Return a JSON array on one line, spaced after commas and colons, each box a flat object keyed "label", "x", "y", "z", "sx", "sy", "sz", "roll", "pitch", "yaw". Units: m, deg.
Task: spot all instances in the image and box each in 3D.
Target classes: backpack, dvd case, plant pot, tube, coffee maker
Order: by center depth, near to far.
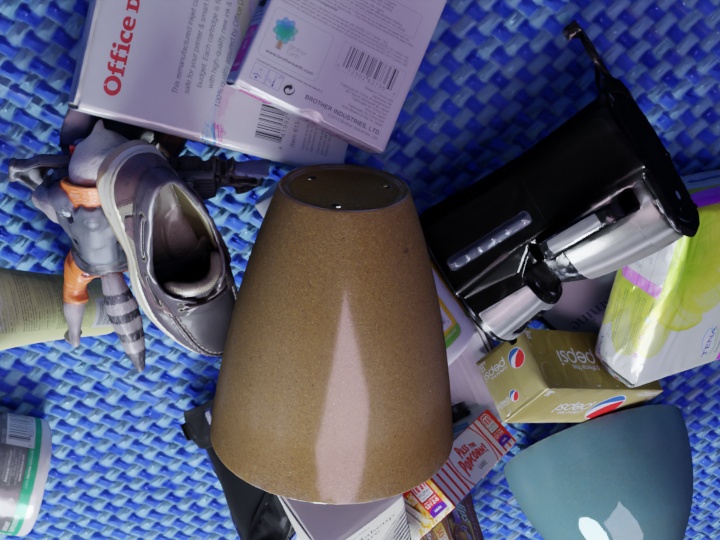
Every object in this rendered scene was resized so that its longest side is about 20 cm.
[{"label": "plant pot", "x": -0.016, "y": 0.031, "z": 0.849, "sx": 0.185, "sy": 0.187, "sz": 0.201, "roll": -1, "pitch": 114, "yaw": -11}, {"label": "tube", "x": -0.266, "y": 0.029, "z": 0.960, "sx": 0.052, "sy": 0.058, "sz": 0.200, "roll": -58, "pitch": 164, "yaw": 9}, {"label": "coffee maker", "x": 0.157, "y": -0.065, "z": 0.993, "sx": 0.199, "sy": 0.193, "sz": 0.134, "roll": -31, "pitch": 151, "yaw": 25}, {"label": "backpack", "x": -0.049, "y": 0.166, "z": 1.106, "sx": 0.153, "sy": 0.201, "sz": 0.191, "roll": -7, "pitch": 145, "yaw": -41}, {"label": "dvd case", "x": 0.209, "y": -0.012, "z": 1.123, "sx": 0.142, "sy": 0.018, "sz": 0.200, "roll": -38, "pitch": 126, "yaw": 18}, {"label": "plant pot", "x": 0.265, "y": 0.242, "z": 1.220, "sx": 0.199, "sy": 0.136, "sz": 0.200, "roll": -15, "pitch": 156, "yaw": -7}]

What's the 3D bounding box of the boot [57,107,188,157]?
[{"label": "boot", "x": -0.208, "y": -0.091, "z": 0.950, "sx": 0.097, "sy": 0.075, "sz": 0.200, "roll": 32, "pitch": 117, "yaw": -12}]

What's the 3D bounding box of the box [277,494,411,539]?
[{"label": "box", "x": -0.008, "y": 0.209, "z": 0.958, "sx": 0.082, "sy": 0.068, "sz": 0.200, "roll": -34, "pitch": 155, "yaw": -10}]

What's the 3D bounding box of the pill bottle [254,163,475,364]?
[{"label": "pill bottle", "x": 0.000, "y": 0.000, "z": 0.994, "sx": 0.111, "sy": 0.111, "sz": 0.201, "roll": -33, "pitch": 101, "yaw": 15}]

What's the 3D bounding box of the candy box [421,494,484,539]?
[{"label": "candy box", "x": 0.061, "y": 0.349, "z": 1.323, "sx": 0.056, "sy": 0.117, "sz": 0.200, "roll": 24, "pitch": 120, "yaw": -28}]

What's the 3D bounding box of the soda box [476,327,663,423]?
[{"label": "soda box", "x": 0.207, "y": 0.104, "z": 1.137, "sx": 0.199, "sy": 0.068, "sz": 0.064, "roll": 6, "pitch": 141, "yaw": -44}]

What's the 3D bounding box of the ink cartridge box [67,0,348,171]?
[{"label": "ink cartridge box", "x": -0.100, "y": -0.165, "z": 0.853, "sx": 0.199, "sy": 0.083, "sz": 0.147, "roll": 13, "pitch": 94, "yaw": -21}]

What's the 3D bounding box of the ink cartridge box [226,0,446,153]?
[{"label": "ink cartridge box", "x": -0.001, "y": -0.197, "z": 0.819, "sx": 0.119, "sy": 0.042, "sz": 0.201, "roll": 23, "pitch": 91, "yaw": -21}]

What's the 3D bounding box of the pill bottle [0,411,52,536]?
[{"label": "pill bottle", "x": -0.399, "y": 0.178, "z": 1.088, "sx": 0.199, "sy": 0.113, "sz": 0.113, "roll": 14, "pitch": 125, "yaw": -21}]

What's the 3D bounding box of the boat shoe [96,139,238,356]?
[{"label": "boat shoe", "x": -0.128, "y": -0.002, "z": 0.845, "sx": 0.072, "sy": 0.065, "sz": 0.201, "roll": -33, "pitch": 133, "yaw": -18}]

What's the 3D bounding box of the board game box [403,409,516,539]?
[{"label": "board game box", "x": 0.050, "y": 0.236, "z": 1.138, "sx": 0.046, "sy": 0.151, "sz": 0.200, "roll": 46, "pitch": 122, "yaw": 10}]

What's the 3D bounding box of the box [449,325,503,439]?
[{"label": "box", "x": 0.072, "y": 0.083, "z": 1.144, "sx": 0.116, "sy": 0.060, "sz": 0.201, "roll": -23, "pitch": 130, "yaw": 7}]

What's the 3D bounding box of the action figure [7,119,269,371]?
[{"label": "action figure", "x": -0.165, "y": -0.027, "z": 0.887, "sx": 0.198, "sy": 0.105, "sz": 0.194, "roll": -5, "pitch": 133, "yaw": 2}]

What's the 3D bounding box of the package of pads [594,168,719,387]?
[{"label": "package of pads", "x": 0.309, "y": 0.005, "z": 1.088, "sx": 0.154, "sy": 0.068, "sz": 0.201, "roll": -13, "pitch": 127, "yaw": -30}]
